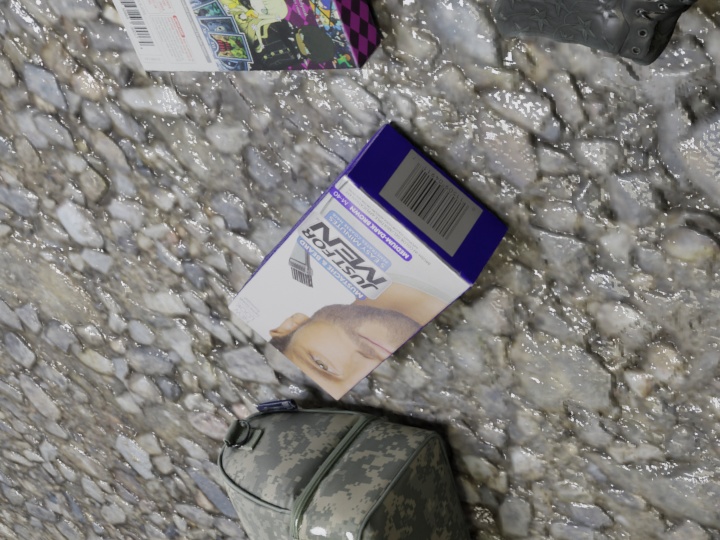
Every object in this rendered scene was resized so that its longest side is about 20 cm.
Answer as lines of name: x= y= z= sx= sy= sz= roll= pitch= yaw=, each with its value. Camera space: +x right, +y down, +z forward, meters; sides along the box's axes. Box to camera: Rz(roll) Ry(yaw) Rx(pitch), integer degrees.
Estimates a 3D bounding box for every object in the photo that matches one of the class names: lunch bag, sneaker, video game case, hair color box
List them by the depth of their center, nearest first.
sneaker: x=0.154 y=-0.151 z=0.772 sx=0.198 sy=0.060 sz=0.105 roll=17 pitch=137 yaw=33
video game case: x=-0.096 y=-0.213 z=0.923 sx=0.180 sy=0.036 sz=0.201 roll=5 pitch=132 yaw=36
hair color box: x=0.000 y=0.000 z=1.042 sx=0.109 sy=0.065 sz=0.200 roll=40 pitch=144 yaw=-4
lunch bag: x=-0.016 y=0.208 z=1.203 sx=0.166 sy=0.140 sz=0.201 roll=8 pitch=133 yaw=32
